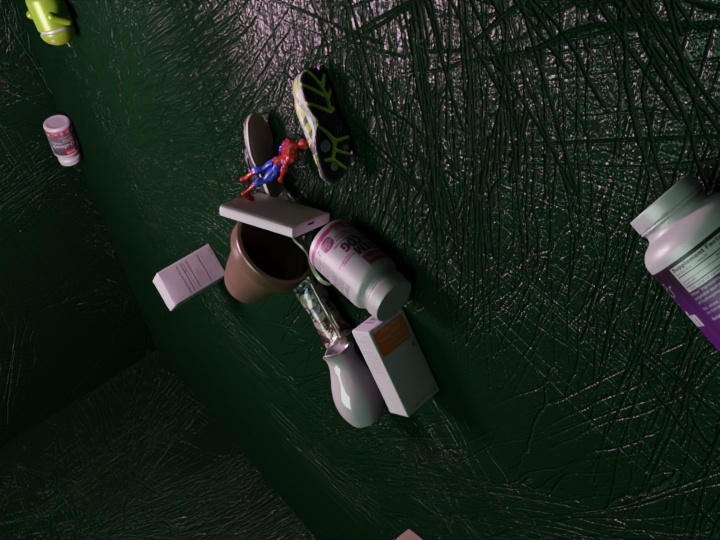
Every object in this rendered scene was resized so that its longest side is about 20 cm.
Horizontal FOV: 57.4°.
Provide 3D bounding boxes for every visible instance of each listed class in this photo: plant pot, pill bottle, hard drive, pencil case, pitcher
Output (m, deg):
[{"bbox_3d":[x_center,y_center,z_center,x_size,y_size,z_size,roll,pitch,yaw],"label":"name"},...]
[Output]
[{"bbox_3d":[-0.230,-0.017,1.506,0.202,0.199,0.174,54,132,6],"label":"plant pot"},{"bbox_3d":[0.000,0.000,1.286,0.199,0.112,0.115,41,149,28],"label":"pill bottle"},{"bbox_3d":[-0.182,-0.120,1.394,0.197,0.131,0.027,18,117,28],"label":"hard drive"},{"bbox_3d":[-0.095,0.087,1.573,0.203,0.077,0.089,59,174,-1],"label":"pencil case"},{"bbox_3d":[-1.311,-0.572,2.901,0.116,0.115,0.202,40,149,29],"label":"pill bottle"},{"bbox_3d":[-0.021,0.267,1.615,0.172,0.119,0.204,-107,-7,-80],"label":"pitcher"},{"bbox_3d":[0.372,0.003,0.666,0.201,0.111,0.113,52,152,12],"label":"pill bottle"}]

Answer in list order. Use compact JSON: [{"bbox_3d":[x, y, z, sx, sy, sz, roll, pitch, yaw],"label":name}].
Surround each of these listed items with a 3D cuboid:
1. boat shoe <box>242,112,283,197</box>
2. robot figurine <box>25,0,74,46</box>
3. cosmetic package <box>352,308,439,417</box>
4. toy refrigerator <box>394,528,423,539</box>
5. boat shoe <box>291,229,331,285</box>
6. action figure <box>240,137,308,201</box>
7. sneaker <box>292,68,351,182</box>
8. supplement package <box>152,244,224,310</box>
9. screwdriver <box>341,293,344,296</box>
[{"bbox_3d":[-0.227,-0.255,1.451,0.065,0.075,0.202,19,144,34],"label":"boat shoe"},{"bbox_3d":[-0.994,-0.821,2.110,0.173,0.116,0.203,17,134,35],"label":"robot figurine"},{"bbox_3d":[0.074,0.188,1.368,0.071,0.101,0.203,-3,116,58],"label":"cosmetic package"},{"bbox_3d":[0.188,0.831,1.875,0.198,0.069,0.078,18,127,51],"label":"toy refrigerator"},{"bbox_3d":[-0.103,-0.063,1.456,0.063,0.073,0.203,-48,61,26],"label":"boat shoe"},{"bbox_3d":[-0.175,-0.218,1.366,0.198,0.051,0.067,-32,51,38],"label":"action figure"},{"bbox_3d":[-0.072,-0.262,1.198,0.076,0.074,0.205,15,121,62],"label":"sneaker"},{"bbox_3d":[-0.562,0.024,2.160,0.121,0.198,0.121,58,153,-3],"label":"supplement package"},{"bbox_3d":[0.013,0.046,1.409,0.029,0.028,0.198,35,163,-27],"label":"screwdriver"}]
